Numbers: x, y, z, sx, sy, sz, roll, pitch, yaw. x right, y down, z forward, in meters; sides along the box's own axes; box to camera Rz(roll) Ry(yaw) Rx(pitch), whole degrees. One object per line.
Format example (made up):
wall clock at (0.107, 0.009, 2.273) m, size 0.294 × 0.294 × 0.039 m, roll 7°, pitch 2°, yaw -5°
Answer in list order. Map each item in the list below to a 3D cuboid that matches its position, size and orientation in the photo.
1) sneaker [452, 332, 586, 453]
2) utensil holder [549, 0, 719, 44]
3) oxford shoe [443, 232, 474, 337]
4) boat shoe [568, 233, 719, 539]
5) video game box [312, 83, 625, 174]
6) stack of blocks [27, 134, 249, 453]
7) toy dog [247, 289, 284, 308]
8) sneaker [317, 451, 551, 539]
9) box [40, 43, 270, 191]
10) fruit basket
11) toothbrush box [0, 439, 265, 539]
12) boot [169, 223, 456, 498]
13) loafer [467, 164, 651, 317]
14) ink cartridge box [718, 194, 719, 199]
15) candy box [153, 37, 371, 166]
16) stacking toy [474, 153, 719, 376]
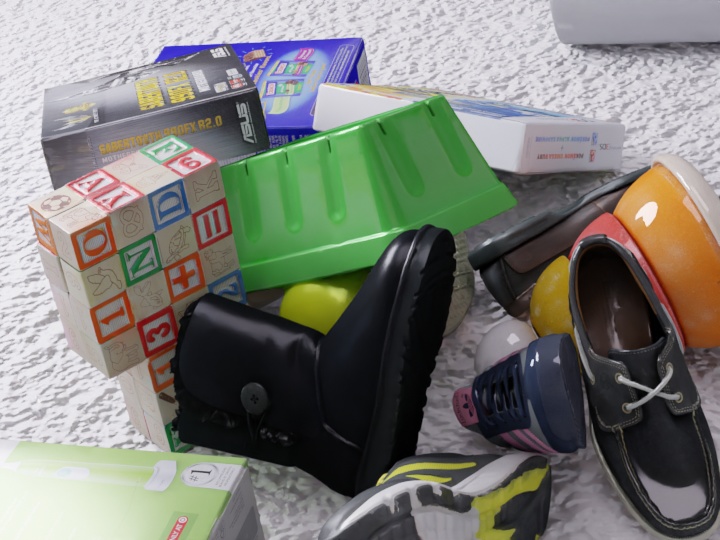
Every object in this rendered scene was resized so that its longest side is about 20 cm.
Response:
sneaker at (0.097, 0.083, 1.005) m, size 0.082 × 0.200 × 0.071 m, roll -5°, pitch 76°, yaw 5°
utensil holder at (0.287, -0.296, 1.542) m, size 0.199 × 0.171 × 0.170 m, roll -1°, pitch 33°, yaw 18°
oxford shoe at (0.044, -0.012, 1.260) m, size 0.058 × 0.075 × 0.201 m, roll -41°, pitch 30°, yaw 28°
boat shoe at (0.172, 0.073, 1.014) m, size 0.071 × 0.068 × 0.201 m, roll -16°, pitch 66°, yaw 4°
video game box at (0.093, -0.119, 1.353) m, size 0.199 × 0.047 × 0.182 m, roll 15°, pitch 10°, yaw 32°
stack of blocks at (-0.140, 0.025, 1.104) m, size 0.115 × 0.201 × 0.058 m, roll -30°, pitch 38°, yaw -27°
toy dog at (-0.152, -0.041, 1.276) m, size 0.193 × 0.140 × 0.200 m, roll -19°, pitch 31°, yaw -41°
sneaker at (0.033, 0.152, 0.967) m, size 0.084 × 0.075 × 0.200 m, roll 2°, pitch 5°, yaw 39°
box at (-0.159, -0.117, 1.231) m, size 0.158 × 0.049 × 0.200 m, roll -14°, pitch 18°, yaw -5°
fruit basket at (0.000, 0.000, 1.140) m, size 0.215 × 0.217 × 0.155 m, roll 20°, pitch 30°, yaw 37°
toothbrush box at (-0.174, 0.181, 0.975) m, size 0.199 × 0.086 × 0.146 m, roll 3°, pitch 34°, yaw 17°
boot at (-0.037, 0.045, 1.036) m, size 0.167 × 0.201 × 0.076 m, roll 19°, pitch 25°, yaw 18°
loafer at (0.174, -0.024, 1.253) m, size 0.199 × 0.063 × 0.072 m, roll -24°, pitch -7°, yaw -24°
ink cartridge box at (0.364, -0.037, 1.119) m, size 0.199 × 0.048 × 0.146 m, roll -24°, pitch 69°, yaw -26°
candy box at (-0.104, -0.140, 1.472) m, size 0.199 × 0.077 × 0.169 m, roll 1°, pitch 35°, yaw 14°
stacking toy at (0.167, 0.021, 1.130) m, size 0.199 × 0.147 × 0.146 m, roll -26°, pitch 33°, yaw 0°
